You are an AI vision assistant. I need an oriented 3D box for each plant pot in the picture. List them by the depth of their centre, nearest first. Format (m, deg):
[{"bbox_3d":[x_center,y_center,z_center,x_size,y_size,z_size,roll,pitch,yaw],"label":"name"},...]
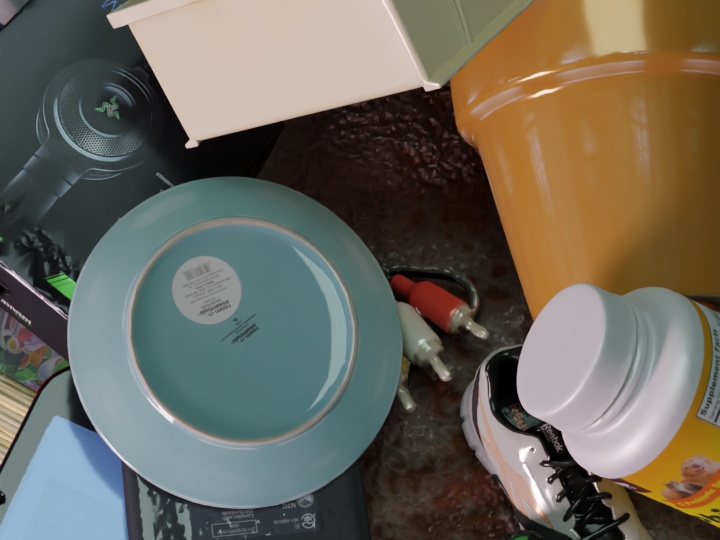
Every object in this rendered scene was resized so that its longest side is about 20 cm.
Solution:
[{"bbox_3d":[0.159,-0.059,1.014,0.199,0.200,0.184,-4,77,1],"label":"plant pot"}]

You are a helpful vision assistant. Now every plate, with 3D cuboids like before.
[{"bbox_3d":[-0.069,0.037,0.962,0.199,0.026,0.201,4,73,-13],"label":"plate"}]

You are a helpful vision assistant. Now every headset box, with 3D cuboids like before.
[{"bbox_3d":[-0.179,-0.060,1.029,0.174,0.093,0.200,40,69,0],"label":"headset box"}]

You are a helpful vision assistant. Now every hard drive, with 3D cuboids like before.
[{"bbox_3d":[-0.064,0.154,0.957,0.139,0.033,0.201,-4,69,-13],"label":"hard drive"}]

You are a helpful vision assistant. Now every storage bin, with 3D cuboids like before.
[{"bbox_3d":[-0.001,-0.170,0.958,0.199,0.094,0.199,-9,26,42],"label":"storage bin"}]

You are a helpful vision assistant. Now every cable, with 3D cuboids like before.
[{"bbox_3d":[0.000,0.000,1.057,0.097,0.050,0.200,-41,67,-15],"label":"cable"}]

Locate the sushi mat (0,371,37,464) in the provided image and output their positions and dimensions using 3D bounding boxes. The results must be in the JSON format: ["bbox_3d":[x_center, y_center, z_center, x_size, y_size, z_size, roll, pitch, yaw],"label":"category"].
[{"bbox_3d":[-0.282,0.087,1.038,0.199,0.012,0.096,25,80,16],"label":"sushi mat"}]

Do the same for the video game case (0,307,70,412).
[{"bbox_3d":[-0.161,0.043,1.062,0.199,0.018,0.144,27,66,16],"label":"video game case"}]

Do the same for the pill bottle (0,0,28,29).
[{"bbox_3d":[-0.281,-0.177,1.097,0.200,0.111,0.111,-40,64,10],"label":"pill bottle"}]

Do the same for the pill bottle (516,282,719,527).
[{"bbox_3d":[0.188,0.079,0.923,0.199,0.109,0.110,24,59,-23],"label":"pill bottle"}]

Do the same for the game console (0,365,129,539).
[{"bbox_3d":[-0.139,0.167,0.967,0.176,0.031,0.201,22,68,4],"label":"game console"}]

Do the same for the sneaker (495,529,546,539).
[{"bbox_3d":[0.063,0.239,0.920,0.085,0.078,0.201,23,74,8],"label":"sneaker"}]

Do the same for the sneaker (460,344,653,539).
[{"bbox_3d":[0.119,0.131,0.965,0.073,0.080,0.200,-28,65,-13],"label":"sneaker"}]
